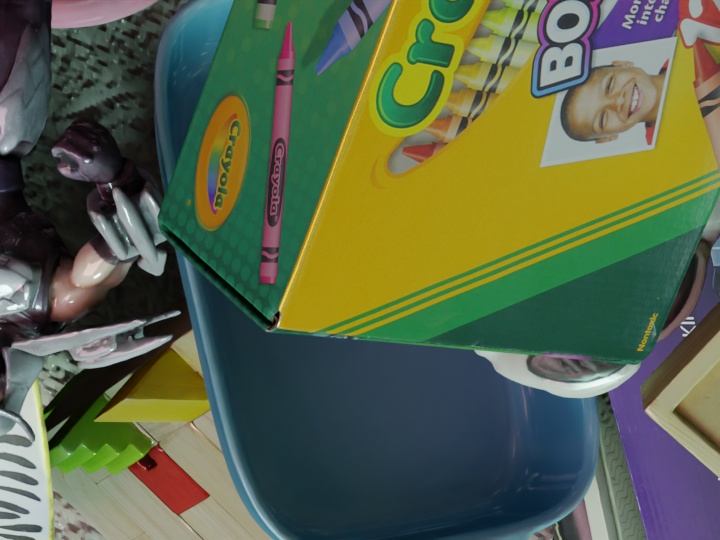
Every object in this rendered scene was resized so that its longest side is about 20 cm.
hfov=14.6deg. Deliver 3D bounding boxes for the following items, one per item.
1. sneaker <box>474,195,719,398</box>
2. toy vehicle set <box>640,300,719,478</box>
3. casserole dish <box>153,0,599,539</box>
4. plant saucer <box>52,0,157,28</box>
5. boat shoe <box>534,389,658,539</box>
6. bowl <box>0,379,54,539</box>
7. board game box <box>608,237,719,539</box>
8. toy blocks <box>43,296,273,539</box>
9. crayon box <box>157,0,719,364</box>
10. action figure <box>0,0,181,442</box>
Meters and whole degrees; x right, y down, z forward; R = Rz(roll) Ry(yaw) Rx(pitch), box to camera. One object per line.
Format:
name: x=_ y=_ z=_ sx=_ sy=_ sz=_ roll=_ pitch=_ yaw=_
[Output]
sneaker: x=0.096 y=-0.056 z=0.756 sx=0.081 sy=0.083 sz=0.200 roll=43 pitch=105 yaw=-1
toy vehicle set: x=0.184 y=0.002 z=0.719 sx=0.124 sy=0.027 sz=0.200 roll=42 pitch=103 yaw=-5
casserole dish: x=0.000 y=0.000 z=0.845 sx=0.039 sy=0.121 sz=0.200 roll=145 pitch=115 yaw=-63
plant saucer: x=-0.107 y=-0.176 z=0.877 sx=0.200 sy=0.051 sz=0.201 roll=18 pitch=127 yaw=26
boat shoe: x=0.079 y=0.115 z=0.912 sx=0.068 sy=0.072 sz=0.200 roll=2 pitch=120 yaw=30
bowl: x=-0.172 y=0.012 z=0.938 sx=0.201 sy=0.094 sz=0.201 roll=167 pitch=90 yaw=-75
board game box: x=0.162 y=0.057 z=0.829 sx=0.165 sy=0.057 sz=0.200 roll=-2 pitch=116 yaw=35
toy blocks: x=-0.025 y=0.071 z=0.954 sx=0.137 sy=0.100 sz=0.200 roll=45 pitch=145 yaw=-9
crayon box: x=0.044 y=-0.081 z=0.649 sx=0.058 sy=0.119 sz=0.200 roll=40 pitch=116 yaw=46
action figure: x=-0.117 y=-0.042 z=0.820 sx=0.130 sy=0.069 sz=0.200 roll=-4 pitch=88 yaw=10
